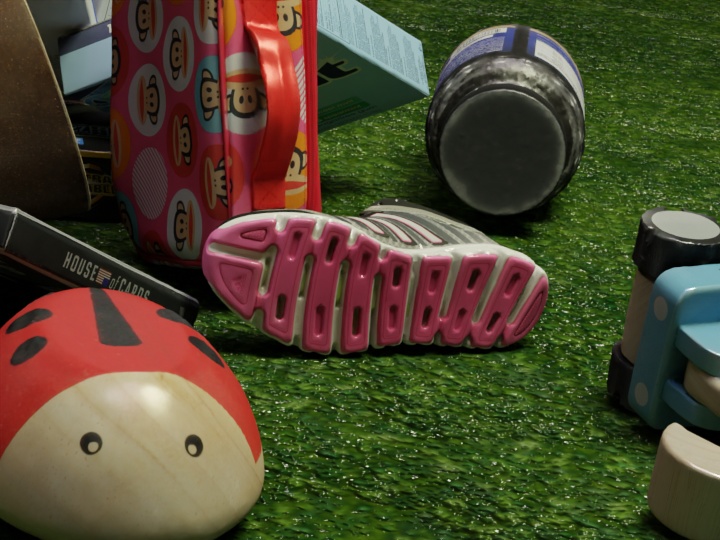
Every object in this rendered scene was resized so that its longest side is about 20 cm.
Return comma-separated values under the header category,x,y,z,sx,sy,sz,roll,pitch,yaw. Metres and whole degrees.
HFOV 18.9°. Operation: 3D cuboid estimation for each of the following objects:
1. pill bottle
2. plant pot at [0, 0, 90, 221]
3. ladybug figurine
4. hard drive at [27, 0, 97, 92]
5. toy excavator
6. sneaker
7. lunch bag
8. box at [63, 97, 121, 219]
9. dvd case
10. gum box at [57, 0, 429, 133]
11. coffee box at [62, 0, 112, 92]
category,x,y,z,sx,sy,sz,roll,pitch,yaw
pill bottle,0.102,-0.103,1.511,0.111,0.113,0.200,7,16,4
plant pot,-0.277,-0.086,1.212,0.198,0.188,0.187,-21,22,-11
ladybug figurine,-0.110,0.058,0.939,0.134,0.073,0.200,0,17,-20
hard drive,-0.237,-0.165,1.392,0.131,0.026,0.200,2,-18,-1
toy excavator,0.189,0.054,1.050,0.193,0.101,0.200,-4,27,-28
sneaker,0.000,0.000,1.190,0.198,0.074,0.087,5,15,-24
lunch bag,-0.079,-0.100,1.237,0.081,0.202,0.176,-3,5,-28
box,-0.252,-0.080,1.417,0.198,0.050,0.160,3,18,-11
dvd case,-0.188,-0.012,1.098,0.149,0.025,0.200,14,-7,24
gum box,-0.073,-0.134,1.429,0.169,0.045,0.200,-16,-18,24
coffee box,-0.163,-0.224,1.620,0.199,0.200,0.199,9,9,-43
